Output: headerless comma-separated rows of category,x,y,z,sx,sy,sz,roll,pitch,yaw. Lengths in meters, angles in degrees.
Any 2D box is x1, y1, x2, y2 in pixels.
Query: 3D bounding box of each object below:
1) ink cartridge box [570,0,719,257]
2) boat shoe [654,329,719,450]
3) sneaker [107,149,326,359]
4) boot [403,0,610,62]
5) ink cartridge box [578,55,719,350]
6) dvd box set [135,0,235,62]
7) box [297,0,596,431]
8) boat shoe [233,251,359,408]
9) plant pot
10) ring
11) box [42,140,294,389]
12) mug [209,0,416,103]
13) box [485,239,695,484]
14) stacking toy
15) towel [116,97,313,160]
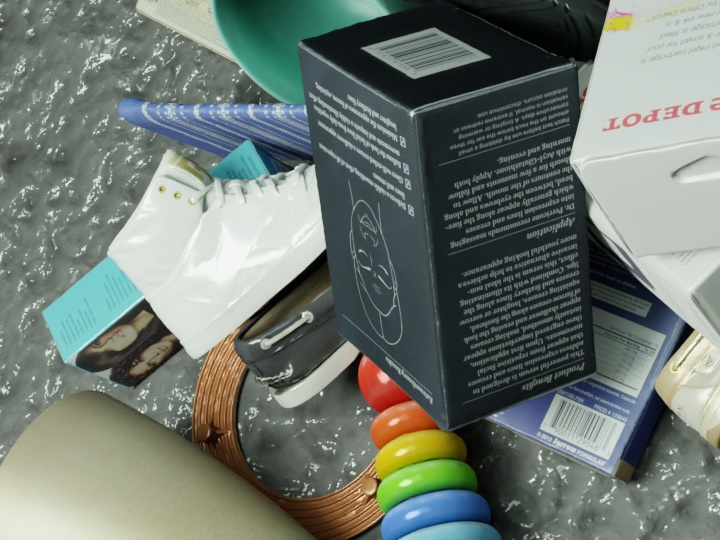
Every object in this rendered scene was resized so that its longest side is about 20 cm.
ink cartridge box,0.205,-0.114,0.921,0.147,0.086,0.200,-8,49,34
boat shoe,0.242,0.006,1.037,0.069,0.074,0.200,34,91,32
sneaker,-0.077,-0.045,1.152,0.200,0.074,0.116,-41,97,14
boot,0.101,-0.231,1.079,0.200,0.076,0.169,22,77,25
ink cartridge box,0.200,-0.059,1.012,0.145,0.084,0.200,-43,38,0
dvd box set,-0.086,-0.263,1.315,0.146,0.029,0.201,29,109,34
box,0.051,-0.035,1.034,0.107,0.201,0.148,-18,29,-21
boat shoe,0.000,0.000,1.163,0.200,0.060,0.074,-44,22,-7
plant pot,-0.117,0.195,1.136,0.199,0.187,0.188,16,82,22
ring,-0.035,0.090,1.206,0.200,0.019,0.201,-10,69,28
box,-0.122,-0.001,1.252,0.200,0.082,0.049,-39,58,14
mug,-0.002,-0.183,1.214,0.152,0.185,0.115,-5,43,41
box,0.155,0.019,1.108,0.121,0.032,0.201,23,85,34
stacking toy,0.043,0.132,1.104,0.085,0.085,0.201,-23,62,22
towel,-0.048,-0.099,1.205,0.199,0.145,0.024,3,83,30
